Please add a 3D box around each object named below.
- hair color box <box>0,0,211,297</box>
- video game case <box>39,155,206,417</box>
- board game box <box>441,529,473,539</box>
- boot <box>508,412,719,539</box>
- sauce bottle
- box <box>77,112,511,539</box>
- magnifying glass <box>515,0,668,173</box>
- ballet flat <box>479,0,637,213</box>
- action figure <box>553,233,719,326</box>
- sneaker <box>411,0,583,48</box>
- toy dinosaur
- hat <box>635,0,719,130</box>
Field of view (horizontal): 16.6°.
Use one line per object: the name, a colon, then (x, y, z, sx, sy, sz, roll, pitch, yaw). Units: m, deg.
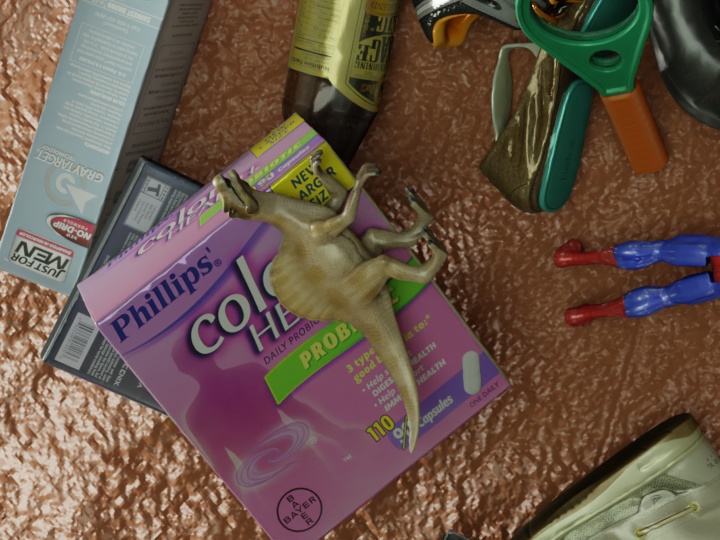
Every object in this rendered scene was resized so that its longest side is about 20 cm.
hair color box: (-0.163, -0.090, 1.574, 0.060, 0.099, 0.201, 21, 101, 10)
video game case: (-0.082, 0.033, 1.560, 0.200, 0.019, 0.143, 25, 98, -20)
board game box: (0.121, 0.243, 1.530, 0.199, 0.028, 0.135, 25, 141, -1)
boot: (0.173, 0.205, 1.548, 0.200, 0.072, 0.155, -39, 91, 16)
sauce bottle: (-0.014, -0.127, 1.556, 0.066, 0.066, 0.201, 12, 102, 11)
box: (-0.040, 0.040, 1.509, 0.176, 0.097, 0.200, -38, 108, -1)
magnifying glass: (0.148, -0.124, 1.466, 0.079, 0.200, 0.022, -10, 51, 17)
ballet flat: (0.122, -0.136, 1.529, 0.072, 0.068, 0.201, 27, 106, 28)
action figure: (0.230, -0.008, 1.518, 0.199, 0.099, 0.066, -7, 99, 36)
sneaker: (0.111, -0.181, 1.466, 0.200, 0.078, 0.078, -5, 93, 41)
toy dinosaur: (0.000, 0.000, 1.440, 0.101, 0.058, 0.200, -37, 103, 14)
hat: (0.260, -0.178, 1.473, 0.200, 0.081, 0.201, 5, 102, 26)
